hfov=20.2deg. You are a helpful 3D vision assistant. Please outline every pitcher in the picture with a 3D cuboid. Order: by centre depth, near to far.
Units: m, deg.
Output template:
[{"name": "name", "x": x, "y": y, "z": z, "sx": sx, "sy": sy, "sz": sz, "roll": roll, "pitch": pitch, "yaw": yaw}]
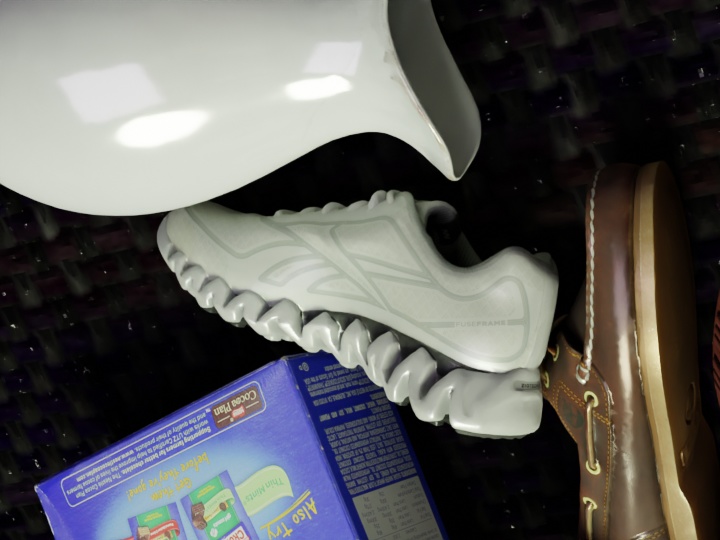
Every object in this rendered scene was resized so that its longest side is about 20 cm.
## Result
[{"name": "pitcher", "x": -0.062, "y": -0.111, "z": 0.804, "sx": 0.199, "sy": 0.121, "sz": 0.173, "roll": -5, "pitch": 95, "yaw": 16}]

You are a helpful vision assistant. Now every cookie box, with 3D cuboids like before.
[{"name": "cookie box", "x": -0.038, "y": 0.157, "z": 0.916, "sx": 0.171, "sy": 0.075, "sz": 0.201, "roll": -27, "pitch": 80, "yaw": 34}]

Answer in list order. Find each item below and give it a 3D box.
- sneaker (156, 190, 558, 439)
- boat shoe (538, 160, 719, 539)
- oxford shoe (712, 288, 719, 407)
[{"name": "sneaker", "x": 0.000, "y": 0.000, "z": 0.848, "sx": 0.199, "sy": 0.075, "sz": 0.082, "roll": 23, "pitch": 103, "yaw": 32}, {"name": "boat shoe", "x": 0.105, "y": 0.049, "z": 0.831, "sx": 0.070, "sy": 0.070, "sz": 0.201, "roll": 2, "pitch": 118, "yaw": 23}, {"name": "oxford shoe", "x": 0.186, "y": 0.063, "z": 0.818, "sx": 0.074, "sy": 0.071, "sz": 0.201, "roll": -7, "pitch": 115, "yaw": -3}]
